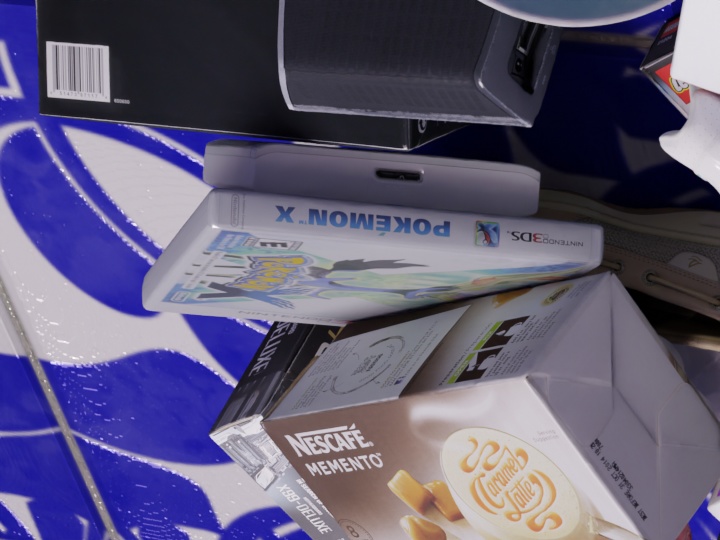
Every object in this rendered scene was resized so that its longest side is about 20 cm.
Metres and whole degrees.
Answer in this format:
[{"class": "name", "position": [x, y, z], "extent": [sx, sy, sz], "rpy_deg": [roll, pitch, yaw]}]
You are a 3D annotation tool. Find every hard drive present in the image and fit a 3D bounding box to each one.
[{"class": "hard drive", "position": [0.000, -0.046, 1.382], "extent": [0.131, 0.027, 0.200], "rpy_deg": [4, -178, -10]}, {"class": "hard drive", "position": [0.032, -0.165, 1.220], "extent": [0.134, 0.201, 0.042], "rpy_deg": [6, 169, 30]}]

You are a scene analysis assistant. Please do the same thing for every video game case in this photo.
[{"class": "video game case", "position": [0.000, 0.000, 1.362], "extent": [0.181, 0.022, 0.200], "rpy_deg": [5, 167, -12]}]

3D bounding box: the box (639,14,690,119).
[{"class": "box", "position": [0.231, -0.100, 1.290], "extent": [0.110, 0.035, 0.200], "rpy_deg": [43, 141, -16]}]

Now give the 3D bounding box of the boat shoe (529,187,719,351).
[{"class": "boat shoe", "position": [0.117, 0.006, 1.452], "extent": [0.199, 0.065, 0.072], "rpy_deg": [6, 149, 26]}]

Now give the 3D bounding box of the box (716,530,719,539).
[{"class": "box", "position": [0.282, 0.120, 1.294], "extent": [0.198, 0.124, 0.200], "rpy_deg": [27, 146, -1]}]

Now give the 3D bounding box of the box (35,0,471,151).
[{"class": "box", "position": [-0.033, -0.113, 1.353], "extent": [0.199, 0.141, 0.079], "rpy_deg": [7, 104, 27]}]

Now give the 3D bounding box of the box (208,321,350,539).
[{"class": "box", "position": [0.029, 0.091, 1.540], "extent": [0.050, 0.158, 0.200], "rpy_deg": [-21, 119, 46]}]

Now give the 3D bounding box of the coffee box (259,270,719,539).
[{"class": "coffee box", "position": [0.062, 0.078, 1.357], "extent": [0.199, 0.080, 0.115], "rpy_deg": [-12, 120, 51]}]

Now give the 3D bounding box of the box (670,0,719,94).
[{"class": "box", "position": [0.225, -0.150, 1.101], "extent": [0.151, 0.200, 0.107], "rpy_deg": [21, 142, 13]}]

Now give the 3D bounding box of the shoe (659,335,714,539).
[{"class": "shoe", "position": [0.130, 0.091, 1.440], "extent": [0.071, 0.092, 0.200], "rpy_deg": [0, 161, 24]}]

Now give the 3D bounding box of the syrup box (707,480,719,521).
[{"class": "syrup box", "position": [0.277, 0.092, 1.439], "extent": [0.079, 0.082, 0.200], "rpy_deg": [43, 142, -20]}]

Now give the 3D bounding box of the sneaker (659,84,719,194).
[{"class": "sneaker", "position": [0.182, -0.082, 1.158], "extent": [0.080, 0.200, 0.071], "rpy_deg": [33, 125, 5]}]

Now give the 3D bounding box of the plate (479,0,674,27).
[{"class": "plate", "position": [0.081, -0.199, 1.163], "extent": [0.200, 0.200, 0.026], "rpy_deg": [43, 166, -17]}]
